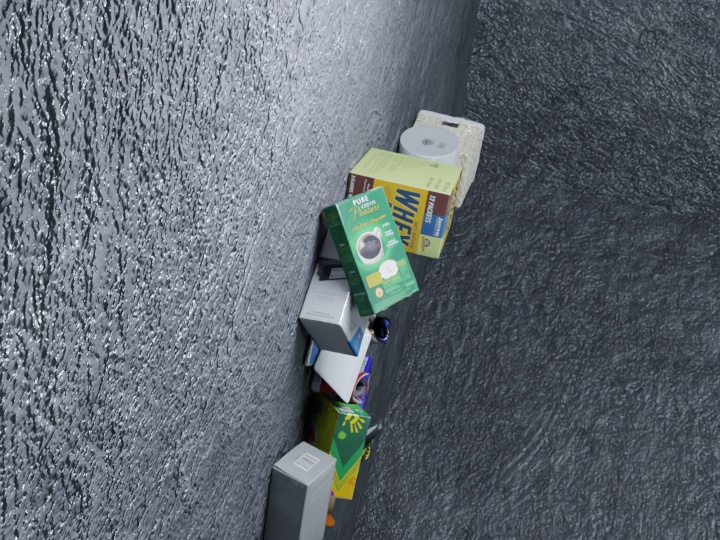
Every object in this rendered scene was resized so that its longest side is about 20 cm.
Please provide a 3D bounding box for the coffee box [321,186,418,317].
[{"bbox_3d":[0.019,-0.034,1.480,0.122,0.044,0.202,-26,98,-40],"label":"coffee box"}]

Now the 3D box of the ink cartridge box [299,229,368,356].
[{"bbox_3d":[-0.029,0.033,1.551,0.145,0.083,0.201,66,37,-59],"label":"ink cartridge box"}]

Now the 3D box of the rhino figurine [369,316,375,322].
[{"bbox_3d":[0.000,0.000,1.740,0.060,0.087,0.202,-19,-127,45],"label":"rhino figurine"}]

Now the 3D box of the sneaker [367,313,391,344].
[{"bbox_3d":[0.010,0.147,1.945,0.200,0.114,0.081,89,18,-59],"label":"sneaker"}]

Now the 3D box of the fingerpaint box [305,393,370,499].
[{"bbox_3d":[-0.053,0.349,1.741,0.200,0.073,0.168,-162,-95,-74],"label":"fingerpaint box"}]

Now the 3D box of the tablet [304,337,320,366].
[{"bbox_3d":[-0.072,0.082,1.651,0.130,0.014,0.202,6,96,-81],"label":"tablet"}]

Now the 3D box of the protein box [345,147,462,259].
[{"bbox_3d":[0.085,-0.139,1.712,0.199,0.198,0.136,-59,160,-64],"label":"protein box"}]

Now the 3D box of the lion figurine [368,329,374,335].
[{"bbox_3d":[-0.012,0.072,1.814,0.122,0.072,0.201,35,72,-37],"label":"lion figurine"}]

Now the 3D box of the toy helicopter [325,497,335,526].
[{"bbox_3d":[-0.082,0.480,1.915,0.200,0.078,0.134,-131,-131,-73],"label":"toy helicopter"}]

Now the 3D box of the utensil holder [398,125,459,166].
[{"bbox_3d":[0.171,-0.255,2.236,0.171,0.168,0.201,-67,164,-49],"label":"utensil holder"}]

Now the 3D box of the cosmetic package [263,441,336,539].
[{"bbox_3d":[-0.116,0.440,1.603,0.107,0.090,0.202,-29,137,-57],"label":"cosmetic package"}]

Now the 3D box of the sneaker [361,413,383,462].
[{"bbox_3d":[-0.001,0.432,2.143,0.200,0.084,0.075,-41,-161,33],"label":"sneaker"}]

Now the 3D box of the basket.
[{"bbox_3d":[0.228,-0.314,2.399,0.161,0.196,0.201,-64,166,-46],"label":"basket"}]

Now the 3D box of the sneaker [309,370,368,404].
[{"bbox_3d":[-0.031,0.224,1.798,0.200,0.111,0.072,-41,144,-75],"label":"sneaker"}]

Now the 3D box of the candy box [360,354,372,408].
[{"bbox_3d":[-0.035,0.323,2.047,0.201,0.076,0.170,-66,166,-47],"label":"candy box"}]

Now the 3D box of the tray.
[{"bbox_3d":[-0.039,0.164,1.719,0.107,0.022,0.201,48,37,-21],"label":"tray"}]
